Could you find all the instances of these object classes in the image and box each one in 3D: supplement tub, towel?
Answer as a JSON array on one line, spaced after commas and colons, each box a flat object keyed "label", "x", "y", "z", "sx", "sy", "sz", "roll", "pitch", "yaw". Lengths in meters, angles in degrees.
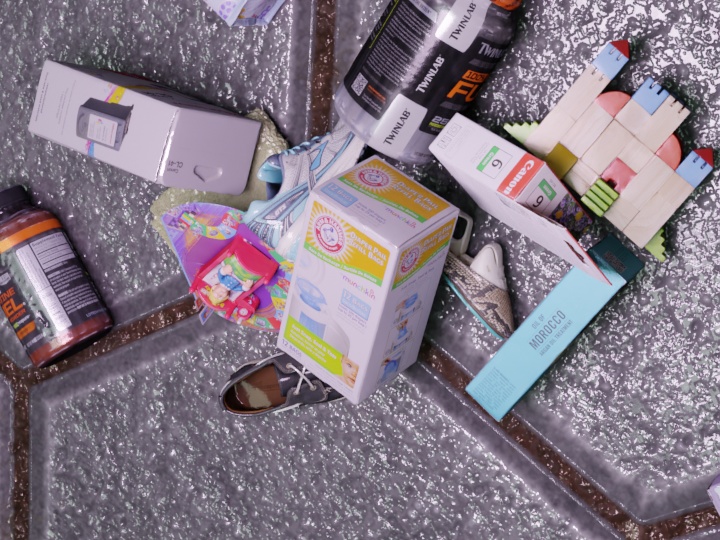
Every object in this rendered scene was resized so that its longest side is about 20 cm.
[{"label": "supplement tub", "x": 0.070, "y": -0.215, "z": 1.456, "sx": 0.122, "sy": 0.122, "sz": 0.201, "roll": 39, "pitch": 115, "yaw": 13}, {"label": "towel", "x": -0.134, "y": -0.067, "z": 1.628, "sx": 0.200, "sy": 0.036, "sz": 0.149, "roll": -43, "pitch": 81, "yaw": 27}, {"label": "supplement tub", "x": -0.375, "y": 0.004, "z": 1.715, "sx": 0.107, "sy": 0.107, "sz": 0.201, "roll": -31, "pitch": 87, "yaw": 26}]

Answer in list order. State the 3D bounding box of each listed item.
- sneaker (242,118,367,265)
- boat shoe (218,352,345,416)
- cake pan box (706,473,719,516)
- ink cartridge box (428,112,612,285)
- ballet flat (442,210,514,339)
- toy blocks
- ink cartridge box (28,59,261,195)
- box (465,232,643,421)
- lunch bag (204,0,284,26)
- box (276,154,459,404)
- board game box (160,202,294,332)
[{"label": "sneaker", "x": -0.052, "y": -0.103, "z": 1.497, "sx": 0.086, "sy": 0.201, "sz": 0.078, "roll": 30, "pitch": 143, "yaw": -4}, {"label": "boat shoe", "x": -0.063, "y": 0.118, "z": 1.618, "sx": 0.199, "sy": 0.068, "sz": 0.072, "roll": -16, "pitch": 93, "yaw": 25}, {"label": "cake pan box", "x": 0.455, "y": 0.251, "z": 1.418, "sx": 0.183, "sy": 0.052, "sz": 0.201, "roll": -29, "pitch": 88, "yaw": 25}, {"label": "ink cartridge box", "x": 0.162, "y": -0.069, "z": 1.405, "sx": 0.050, "sy": 0.109, "sz": 0.200, "roll": -51, "pitch": 45, "yaw": -4}, {"label": "ballet flat", "x": 0.096, "y": -0.019, "z": 1.521, "sx": 0.200, "sy": 0.068, "sz": 0.075, "roll": 42, "pitch": 103, "yaw": 15}, {"label": "toy blocks", "x": 0.257, "y": -0.124, "z": 1.414, "sx": 0.200, "sy": 0.100, "sz": 0.137, "roll": 42, "pitch": 105, "yaw": 4}, {"label": "ink cartridge box", "x": -0.227, "y": -0.152, "z": 1.567, "sx": 0.199, "sy": 0.147, "sz": 0.086, "roll": 21, "pitch": 100, "yaw": 32}, {"label": "box", "x": 0.193, "y": 0.057, "z": 1.479, "sx": 0.049, "sy": 0.082, "sz": 0.200, "roll": 43, "pitch": 115, "yaw": 9}, {"label": "lunch bag", "x": -0.115, "y": -0.377, "z": 1.507, "sx": 0.170, "sy": 0.127, "sz": 0.200, "roll": 45, "pitch": 108, "yaw": 7}, {"label": "box", "x": 0.005, "y": 0.008, "z": 1.440, "sx": 0.112, "sy": 0.101, "sz": 0.201, "roll": 35, "pitch": 132, "yaw": 23}, {"label": "board game box", "x": -0.132, "y": 0.014, "z": 1.561, "sx": 0.157, "sy": 0.039, "sz": 0.201, "roll": 10, "pitch": 142, "yaw": 23}]
